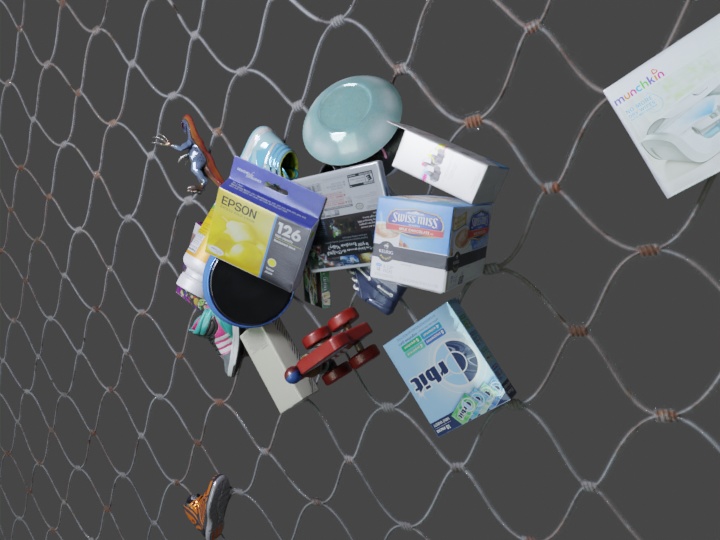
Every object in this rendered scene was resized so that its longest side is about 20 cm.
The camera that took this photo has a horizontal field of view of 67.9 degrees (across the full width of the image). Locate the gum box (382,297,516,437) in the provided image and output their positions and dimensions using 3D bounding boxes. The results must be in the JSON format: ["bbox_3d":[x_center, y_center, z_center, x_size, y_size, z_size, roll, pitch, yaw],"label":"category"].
[{"bbox_3d":[0.160,0.181,0.992,0.170,0.044,0.201,-38,78,30],"label":"gum box"}]

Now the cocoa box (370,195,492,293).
[{"bbox_3d":[0.123,-0.053,0.888,0.132,0.200,0.132,13,103,28],"label":"cocoa box"}]

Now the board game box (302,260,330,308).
[{"bbox_3d":[-0.095,-0.029,1.104,0.105,0.023,0.202,-165,71,-65],"label":"board game box"}]

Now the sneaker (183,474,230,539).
[{"bbox_3d":[-0.408,0.601,1.390,0.111,0.077,0.202,22,108,26],"label":"sneaker"}]

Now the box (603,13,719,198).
[{"bbox_3d":[0.465,-0.224,0.712,0.199,0.096,0.178,-31,83,32],"label":"box"}]

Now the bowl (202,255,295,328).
[{"bbox_3d":[-0.230,0.024,1.131,0.039,0.199,0.203,-167,73,-67],"label":"bowl"}]

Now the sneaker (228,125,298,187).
[{"bbox_3d":[-0.205,-0.191,1.145,0.130,0.079,0.201,38,116,23],"label":"sneaker"}]

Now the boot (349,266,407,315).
[{"bbox_3d":[0.000,0.000,1.047,0.199,0.073,0.091,35,108,22],"label":"boot"}]

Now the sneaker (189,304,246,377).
[{"bbox_3d":[-0.334,0.154,1.240,0.120,0.084,0.202,10,115,1],"label":"sneaker"}]

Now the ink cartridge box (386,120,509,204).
[{"bbox_3d":[0.136,-0.184,0.910,0.199,0.115,0.068,32,112,25],"label":"ink cartridge box"}]

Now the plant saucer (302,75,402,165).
[{"bbox_3d":[-0.023,-0.289,0.982,0.199,0.039,0.203,-8,65,18],"label":"plant saucer"}]

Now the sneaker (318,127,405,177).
[{"bbox_3d":[0.004,-0.199,1.001,0.199,0.099,0.071,-33,78,30],"label":"sneaker"}]

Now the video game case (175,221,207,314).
[{"bbox_3d":[-0.355,0.012,1.293,0.181,0.036,0.201,34,113,23],"label":"video game case"}]

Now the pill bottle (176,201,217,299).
[{"bbox_3d":[-0.316,-0.040,1.172,0.111,0.111,0.201,26,83,26],"label":"pill bottle"}]

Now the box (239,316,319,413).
[{"bbox_3d":[-0.181,0.206,1.195,0.082,0.068,0.201,-36,78,31],"label":"box"}]

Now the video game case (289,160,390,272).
[{"bbox_3d":[-0.030,-0.093,0.985,0.199,0.023,0.183,-6,104,30],"label":"video game case"}]

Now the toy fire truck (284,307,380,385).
[{"bbox_3d":[-0.070,0.166,1.060,0.200,0.168,0.113,-37,78,30],"label":"toy fire truck"}]

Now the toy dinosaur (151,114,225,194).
[{"bbox_3d":[-0.381,-0.275,1.267,0.198,0.105,0.183,5,87,-6],"label":"toy dinosaur"}]

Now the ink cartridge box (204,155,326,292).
[{"bbox_3d":[-0.185,-0.084,1.016,0.196,0.047,0.201,25,120,7],"label":"ink cartridge box"}]
